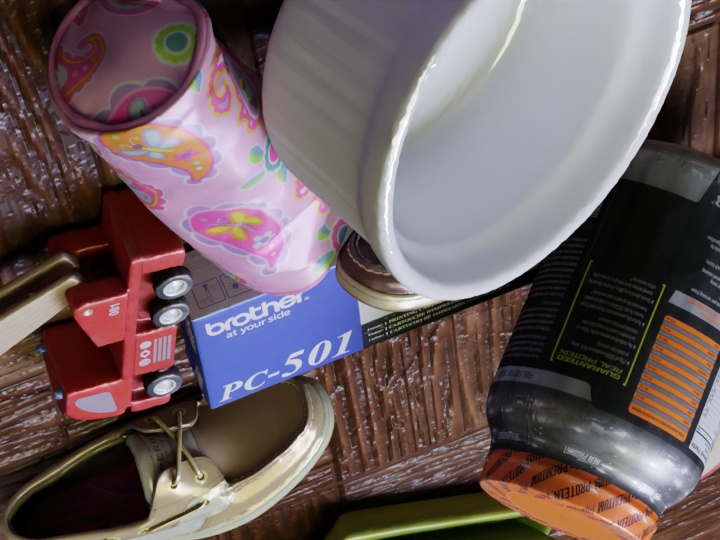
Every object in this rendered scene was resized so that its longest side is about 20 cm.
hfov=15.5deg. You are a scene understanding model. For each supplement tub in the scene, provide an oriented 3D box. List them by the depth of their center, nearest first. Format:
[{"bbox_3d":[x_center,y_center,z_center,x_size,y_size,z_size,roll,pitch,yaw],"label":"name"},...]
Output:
[{"bbox_3d":[0.144,0.040,1.416,0.201,0.122,0.123,-66,150,-13],"label":"supplement tub"}]

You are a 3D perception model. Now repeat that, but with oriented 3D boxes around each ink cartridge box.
[{"bbox_3d":[0.000,0.000,1.414,0.199,0.044,0.094,-21,148,-9],"label":"ink cartridge box"}]

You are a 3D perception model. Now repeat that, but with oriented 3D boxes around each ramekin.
[{"bbox_3d":[0.049,-0.096,1.202,0.200,0.098,0.201,-34,144,-30],"label":"ramekin"}]

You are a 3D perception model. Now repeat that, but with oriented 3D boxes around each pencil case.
[{"bbox_3d":[-0.071,-0.060,1.244,0.087,0.088,0.200,-31,149,9],"label":"pencil case"}]

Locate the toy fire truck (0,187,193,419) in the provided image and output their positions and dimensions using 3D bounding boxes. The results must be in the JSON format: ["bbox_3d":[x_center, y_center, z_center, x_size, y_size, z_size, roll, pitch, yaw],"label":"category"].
[{"bbox_3d":[-0.158,0.015,1.322,0.140,0.049,0.200,-14,148,-17],"label":"toy fire truck"}]

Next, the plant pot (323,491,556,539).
[{"bbox_3d":[0.055,0.256,1.707,0.199,0.182,0.199,-5,143,-29],"label":"plant pot"}]

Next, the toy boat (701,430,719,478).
[{"bbox_3d":[0.214,0.028,1.564,0.200,0.131,0.131,-42,175,27],"label":"toy boat"}]

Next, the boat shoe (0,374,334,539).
[{"bbox_3d":[-0.109,0.115,1.482,0.200,0.074,0.066,-30,154,8],"label":"boat shoe"}]

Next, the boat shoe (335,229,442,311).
[{"bbox_3d":[0.064,-0.056,1.324,0.200,0.072,0.072,-34,143,-28],"label":"boat shoe"}]
